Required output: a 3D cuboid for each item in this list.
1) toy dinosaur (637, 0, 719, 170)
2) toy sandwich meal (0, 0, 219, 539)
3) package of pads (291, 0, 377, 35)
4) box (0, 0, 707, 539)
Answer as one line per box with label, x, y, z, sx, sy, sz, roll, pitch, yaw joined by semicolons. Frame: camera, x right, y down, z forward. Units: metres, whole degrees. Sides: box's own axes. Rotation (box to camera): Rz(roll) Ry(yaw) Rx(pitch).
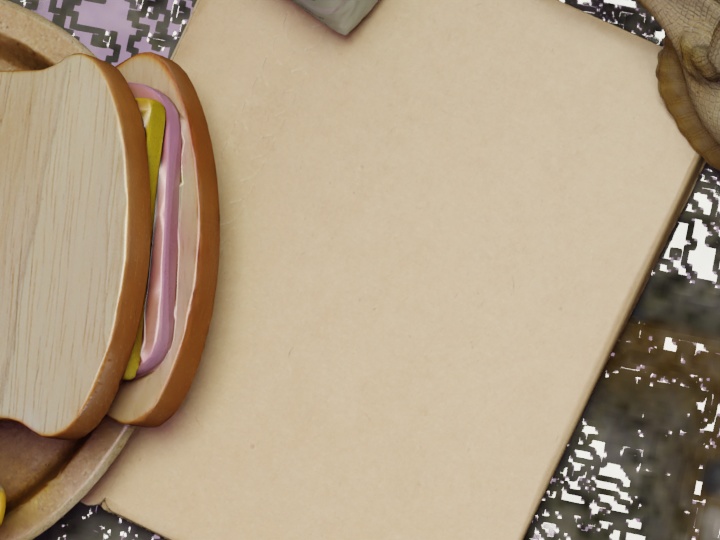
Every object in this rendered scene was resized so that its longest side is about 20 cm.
toy dinosaur;0.121;-0.036;0.836;0.058;0.101;0.200;-35;98;-23
toy sandwich meal;-0.141;0.001;0.880;0.205;0.070;0.206;-3;79;16
package of pads;-0.010;-0.195;0.889;0.154;0.068;0.200;36;82;12
box;0.000;0.000;0.901;0.163;0.021;0.200;25;88;9
